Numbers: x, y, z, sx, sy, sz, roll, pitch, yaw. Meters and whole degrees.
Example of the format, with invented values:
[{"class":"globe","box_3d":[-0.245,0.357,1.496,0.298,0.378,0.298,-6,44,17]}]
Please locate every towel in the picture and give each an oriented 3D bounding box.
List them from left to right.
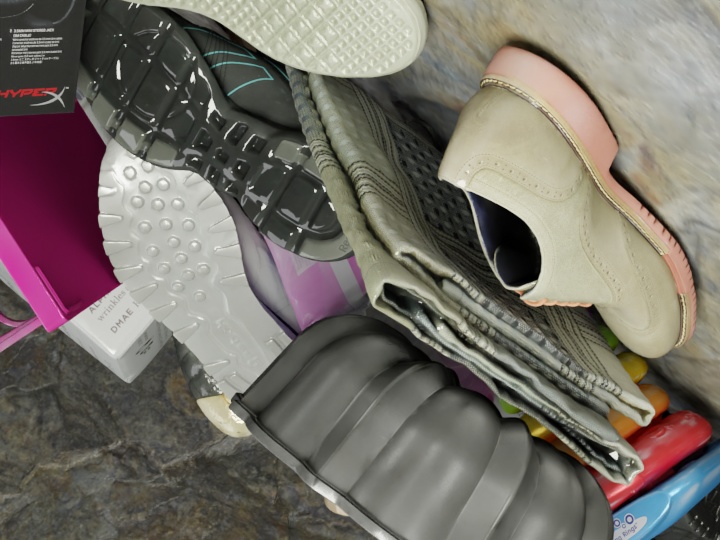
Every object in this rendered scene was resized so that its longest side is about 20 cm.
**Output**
[{"class":"towel","box_3d":[0.053,-0.007,0.747,0.192,0.034,0.201,37,-160,-35]}]

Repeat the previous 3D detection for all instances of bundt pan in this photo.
[{"class":"bundt pan","box_3d":[0.039,0.090,0.748,0.201,0.076,0.202,36,179,1]}]

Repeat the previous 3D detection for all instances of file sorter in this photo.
[{"class":"file sorter","box_3d":[-0.218,-0.022,0.893,0.140,0.125,0.200,58,-167,-5]}]

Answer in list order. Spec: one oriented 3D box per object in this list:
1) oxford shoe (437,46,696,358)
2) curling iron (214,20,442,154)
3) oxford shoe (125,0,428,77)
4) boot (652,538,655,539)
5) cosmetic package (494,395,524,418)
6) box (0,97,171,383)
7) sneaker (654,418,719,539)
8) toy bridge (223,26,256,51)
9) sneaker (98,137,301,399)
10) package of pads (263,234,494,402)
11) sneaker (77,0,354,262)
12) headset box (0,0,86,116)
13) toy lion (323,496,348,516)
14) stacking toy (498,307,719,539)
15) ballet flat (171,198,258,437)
[{"class":"oxford shoe","box_3d":[0.091,-0.012,0.716,0.071,0.074,0.200,25,161,48]},{"class":"curling iron","box_3d":[-0.024,-0.107,0.890,0.200,0.025,0.050,42,149,24]},{"class":"oxford shoe","box_3d":[-0.051,-0.147,0.749,0.199,0.058,0.076,21,130,26]},{"class":"boot","box_3d":[0.199,0.213,1.148,0.181,0.073,0.200,28,-173,0]},{"class":"cosmetic package","box_3d":[0.050,0.038,1.067,0.199,0.074,0.102,28,164,46]},{"class":"box","box_3d":[-0.152,-0.042,1.110,0.130,0.200,0.199,40,170,1]},{"class":"sneaker","box_3d":[0.199,0.145,1.014,0.104,0.060,0.200,28,158,47]},{"class":"toy bridge","box_3d":[-0.089,-0.103,0.893,0.027,0.067,0.201,42,141,37]},{"class":"sneaker","box_3d":[-0.086,-0.008,0.906,0.081,0.076,0.201,-86,-27,-53]},{"class":"package of pads","box_3d":[0.000,0.000,0.911,0.121,0.075,0.201,55,-175,-36]},{"class":"sneaker","box_3d":[-0.067,-0.079,0.820,0.200,0.076,0.079,40,-150,7]},{"class":"headset box","box_3d":[-0.199,-0.174,0.716,0.148,0.202,0.077,-9,-152,-39]},{"class":"toy lion","box_3d":[0.071,0.111,1.115,0.200,0.189,0.069,-78,-13,-67]},{"class":"stacking toy","box_3d":[0.114,0.058,0.889,0.201,0.116,0.109,58,-149,10]},{"class":"ballet flat","box_3d":[-0.090,0.004,0.983,0.057,0.066,0.202,176,86,-85]}]
